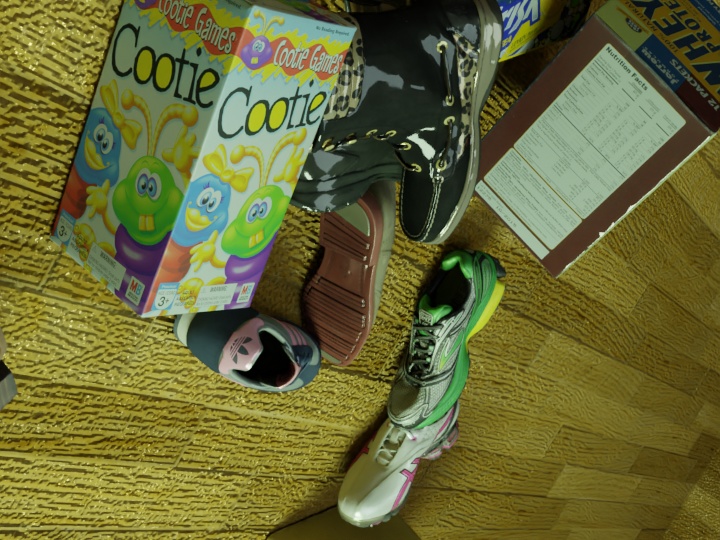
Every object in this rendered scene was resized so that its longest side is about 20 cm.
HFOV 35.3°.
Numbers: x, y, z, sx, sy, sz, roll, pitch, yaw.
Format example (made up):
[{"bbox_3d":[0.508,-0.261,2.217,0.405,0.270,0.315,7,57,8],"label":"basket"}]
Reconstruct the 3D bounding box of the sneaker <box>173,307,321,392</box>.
[{"bbox_3d":[-0.074,0.077,0.936,0.071,0.082,0.199,-57,150,2],"label":"sneaker"}]

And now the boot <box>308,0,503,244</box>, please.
[{"bbox_3d":[0.017,-0.103,0.812,0.149,0.073,0.202,-11,131,-31],"label":"boot"}]

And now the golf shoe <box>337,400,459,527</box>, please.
[{"bbox_3d":[0.038,0.188,1.223,0.200,0.072,0.093,-44,143,-39],"label":"golf shoe"}]

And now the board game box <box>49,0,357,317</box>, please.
[{"bbox_3d":[-0.102,-0.086,0.720,0.104,0.102,0.203,-5,123,-53],"label":"board game box"}]

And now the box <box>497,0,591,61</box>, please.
[{"bbox_3d":[0.118,-0.223,0.947,0.199,0.064,0.071,-26,140,-42],"label":"box"}]

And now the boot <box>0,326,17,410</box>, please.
[{"bbox_3d":[-0.278,0.067,0.647,0.146,0.070,0.202,-36,144,-27],"label":"boot"}]

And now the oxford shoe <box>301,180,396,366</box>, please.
[{"bbox_3d":[0.000,0.000,0.985,0.075,0.070,0.202,-45,158,-44],"label":"oxford shoe"}]

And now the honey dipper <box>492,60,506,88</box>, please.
[{"bbox_3d":[0.098,-0.132,1.034,0.038,0.038,0.202,11,107,-58],"label":"honey dipper"}]

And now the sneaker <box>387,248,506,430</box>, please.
[{"bbox_3d":[0.073,0.067,1.163,0.085,0.077,0.203,21,92,-52],"label":"sneaker"}]

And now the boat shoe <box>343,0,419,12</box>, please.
[{"bbox_3d":[0.013,-0.217,0.793,0.068,0.071,0.201,-45,151,-18],"label":"boat shoe"}]

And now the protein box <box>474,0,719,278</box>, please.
[{"bbox_3d":[0.222,-0.139,1.000,0.200,0.135,0.198,-47,176,41],"label":"protein box"}]

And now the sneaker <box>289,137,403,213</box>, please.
[{"bbox_3d":[0.014,-0.114,0.896,0.199,0.075,0.092,-28,134,-42],"label":"sneaker"}]

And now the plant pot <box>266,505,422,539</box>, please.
[{"bbox_3d":[0.000,0.397,1.233,0.194,0.199,0.197,-11,128,-51],"label":"plant pot"}]
